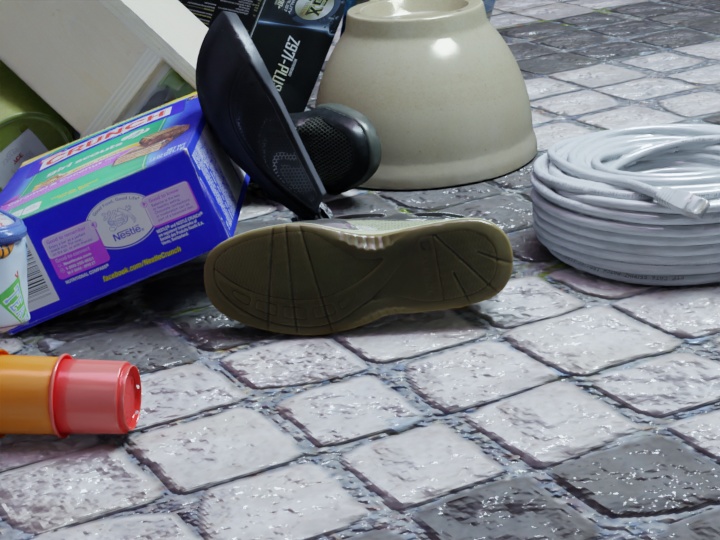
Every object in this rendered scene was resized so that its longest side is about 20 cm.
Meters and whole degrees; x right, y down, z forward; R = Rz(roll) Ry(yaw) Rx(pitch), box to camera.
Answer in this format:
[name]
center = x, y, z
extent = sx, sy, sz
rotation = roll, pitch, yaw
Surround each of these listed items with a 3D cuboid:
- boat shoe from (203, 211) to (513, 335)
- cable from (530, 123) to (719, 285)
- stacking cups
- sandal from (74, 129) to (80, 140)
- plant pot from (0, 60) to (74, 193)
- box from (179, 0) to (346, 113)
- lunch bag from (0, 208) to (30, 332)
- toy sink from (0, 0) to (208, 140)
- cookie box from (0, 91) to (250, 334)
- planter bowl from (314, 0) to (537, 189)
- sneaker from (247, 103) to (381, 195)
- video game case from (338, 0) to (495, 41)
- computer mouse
[boat shoe]
center = 0.000, -0.001, 1.028
extent = 0.198, 0.073, 0.066
rotation = -6, 5, 8
[cable]
center = 0.219, -0.053, 1.113
extent = 0.199, 0.070, 0.199
rotation = 13, 25, 42
[stacking cups]
center = -0.223, 0.074, 0.894
extent = 0.198, 0.061, 0.061
rotation = 4, 20, 9
[sandal]
center = -0.207, -0.138, 1.430
extent = 0.199, 0.048, 0.076
rotation = -32, 30, 5
[plant pot]
center = -0.320, -0.130, 1.337
extent = 0.186, 0.189, 0.200
rotation = -16, 36, -29
[box]
center = -0.117, -0.218, 1.492
extent = 0.086, 0.165, 0.199
rotation = 22, 0, -36
[lunch bag]
center = -0.287, -0.002, 0.928
extent = 0.159, 0.077, 0.199
rotation = -7, 11, -29
[toy sink]
center = -0.196, -0.171, 1.281
extent = 0.200, 0.112, 0.130
rotation = 42, 16, 2
[cookie box]
center = -0.172, -0.050, 1.123
extent = 0.170, 0.076, 0.200
rotation = -22, 17, 7
[planter bowl]
center = 0.052, -0.163, 1.366
extent = 0.198, 0.136, 0.200
rotation = -4, 19, 1
[sneaker]
center = -0.079, -0.090, 1.284
extent = 0.198, 0.077, 0.114
rotation = 8, 25, 41
[video game case]
center = 0.049, -0.215, 1.477
extent = 0.141, 0.201, 0.018
rotation = -10, 62, -13
[computer mouse]
center = -0.066, -0.081, 1.099
extent = 0.052, 0.201, 0.139
rotation = -27, 23, -2
